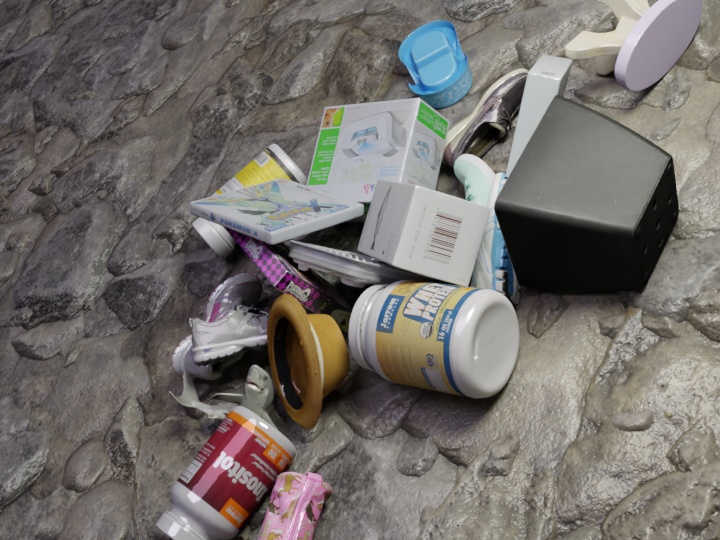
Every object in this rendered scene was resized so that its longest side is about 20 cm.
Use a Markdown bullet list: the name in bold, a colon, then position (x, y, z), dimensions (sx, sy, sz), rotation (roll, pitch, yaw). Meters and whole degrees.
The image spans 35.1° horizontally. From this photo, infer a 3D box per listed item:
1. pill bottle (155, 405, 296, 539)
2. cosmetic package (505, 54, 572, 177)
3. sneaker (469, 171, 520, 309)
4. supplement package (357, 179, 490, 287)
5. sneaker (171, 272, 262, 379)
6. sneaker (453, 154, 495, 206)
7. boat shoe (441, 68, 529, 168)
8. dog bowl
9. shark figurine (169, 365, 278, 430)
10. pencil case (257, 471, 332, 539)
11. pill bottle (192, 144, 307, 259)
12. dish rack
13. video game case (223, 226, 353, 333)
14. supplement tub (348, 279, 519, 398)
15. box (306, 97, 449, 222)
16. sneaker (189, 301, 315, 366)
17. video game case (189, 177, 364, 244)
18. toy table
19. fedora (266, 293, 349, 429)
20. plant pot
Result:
- **pill bottle**: position (-0.189, 0.298, 1.585), dimensions (0.113, 0.113, 0.200), rotation (21, 68, 45)
- **cosmetic package**: position (0.259, -0.223, 1.648), dimensions (0.052, 0.151, 0.200), rotation (12, 20, 11)
- **sneaker**: position (0.178, -0.041, 1.611), dimensions (0.087, 0.075, 0.200), rotation (0, 79, 33)
- **supplement package**: position (0.086, -0.057, 1.625), dimensions (0.200, 0.117, 0.117), rotation (-156, 81, -75)
- **sneaker**: position (-0.209, 0.097, 1.814), dimensions (0.088, 0.081, 0.200), rotation (20, 72, 40)
- **sneaker**: position (0.161, -0.095, 1.716), dimensions (0.118, 0.074, 0.200), rotation (-32, 43, -2)
- **boat shoe**: position (0.211, -0.236, 1.821), dimensions (0.200, 0.072, 0.065), rotation (-43, 46, 0)
- **dog bowl**: position (0.135, -0.359, 1.998), dimensions (0.111, 0.050, 0.200), rotation (-27, 43, 12)
- **shark figurine**: position (-0.178, 0.187, 1.701), dimensions (0.214, 0.128, 0.090), rotation (-15, 31, 43)
- **pencil case**: position (-0.101, 0.361, 1.488), dimensions (0.086, 0.083, 0.200), rotation (-6, 50, 33)
- **pill bottle**: position (-0.188, -0.114, 1.958), dimensions (0.200, 0.111, 0.111), rotation (-41, 41, -3)
- **dish rack**: position (0.000, 0.000, 1.681), dimensions (0.171, 0.200, 0.044), rotation (18, 94, 43)
- **video game case**: position (-0.102, 0.004, 1.736), dimensions (0.036, 0.181, 0.200), rotation (-50, 41, 5)
- **supplement tub**: position (0.098, 0.089, 1.544), dimensions (0.200, 0.145, 0.145), rotation (6, 57, 38)
- **box**: position (0.025, -0.171, 1.832), dimensions (0.200, 0.097, 0.177), rotation (2, 72, 40)
- **sneaker**: position (-0.166, 0.081, 1.739), dimensions (0.200, 0.075, 0.082), rotation (-15, 81, -17)
- **video game case**: position (-0.127, -0.094, 1.737), dimensions (0.182, 0.022, 0.200), rotation (21, 28, 37)
- **toy table**: position (0.411, -0.361, 1.725), dimensions (0.117, 0.184, 0.200), rotation (30, 47, 33)
- **fedora**: position (-0.069, 0.126, 1.636), dimensions (0.082, 0.201, 0.201), rotation (-11, 34, -24)
- **plant pot**: position (0.316, -0.085, 1.526), dimensions (0.177, 0.200, 0.200), rotation (17, 64, 29)
